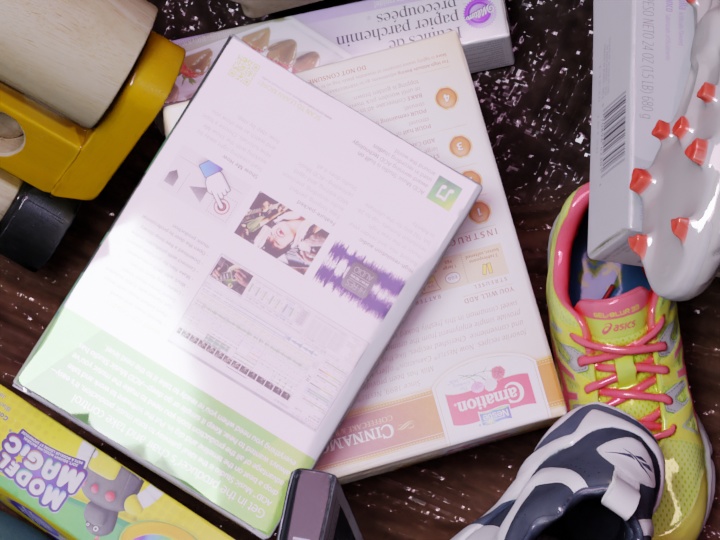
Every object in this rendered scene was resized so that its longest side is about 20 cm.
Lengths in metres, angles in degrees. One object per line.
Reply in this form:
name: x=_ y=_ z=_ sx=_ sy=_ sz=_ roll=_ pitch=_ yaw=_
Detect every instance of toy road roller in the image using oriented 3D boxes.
toy road roller: x=-0.172 y=-0.112 z=1.359 sx=0.123 sy=0.200 sz=0.146 roll=29 pitch=47 yaw=-13

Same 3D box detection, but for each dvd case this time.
dvd case: x=-0.026 y=0.189 z=1.224 sx=0.025 sy=0.200 sz=0.151 roll=9 pitch=73 yaw=9

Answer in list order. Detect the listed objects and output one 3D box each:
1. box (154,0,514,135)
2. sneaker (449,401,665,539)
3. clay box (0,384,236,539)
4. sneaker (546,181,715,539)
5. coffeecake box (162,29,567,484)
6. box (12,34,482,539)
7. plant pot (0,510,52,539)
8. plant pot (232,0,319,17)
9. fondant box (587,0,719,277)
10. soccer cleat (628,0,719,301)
box: x=-0.018 y=-0.115 z=1.414 sx=0.200 sy=0.041 sz=0.039 roll=-12 pitch=70 yaw=5
sneaker: x=0.074 y=0.162 z=1.230 sx=0.079 sy=0.130 sz=0.199 roll=40 pitch=101 yaw=-5
clay box: x=-0.120 y=0.127 z=1.305 sx=0.200 sy=0.115 sz=0.048 roll=32 pitch=79 yaw=18
sneaker: x=0.127 y=0.046 z=1.311 sx=0.078 sy=0.090 sz=0.200 roll=-13 pitch=71 yaw=2
coffeecake box: x=0.000 y=0.000 z=1.313 sx=0.153 sy=0.073 sz=0.200 roll=-15 pitch=83 yaw=-5
box: x=-0.053 y=0.008 z=1.257 sx=0.144 sy=0.036 sz=0.200 roll=32 pitch=81 yaw=3
plant pot: x=-0.228 y=0.184 z=1.259 sx=0.200 sy=0.135 sz=0.200 roll=-11 pitch=52 yaw=14
plant pot: x=-0.001 y=-0.226 z=1.385 sx=0.183 sy=0.200 sz=0.201 roll=-21 pitch=69 yaw=13
fondant box: x=0.215 y=-0.068 z=1.299 sx=0.200 sy=0.058 sz=0.145 roll=8 pitch=72 yaw=-16
soccer cleat: x=0.180 y=-0.075 z=1.226 sx=0.077 sy=0.069 sz=0.200 roll=22 pitch=69 yaw=-21
